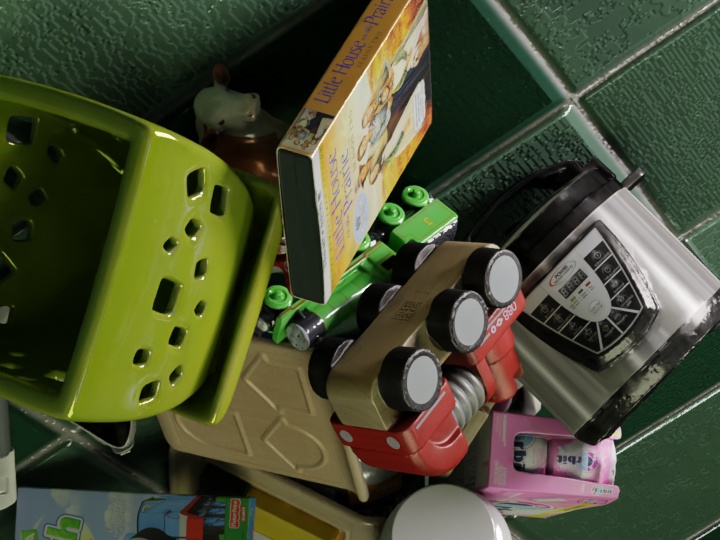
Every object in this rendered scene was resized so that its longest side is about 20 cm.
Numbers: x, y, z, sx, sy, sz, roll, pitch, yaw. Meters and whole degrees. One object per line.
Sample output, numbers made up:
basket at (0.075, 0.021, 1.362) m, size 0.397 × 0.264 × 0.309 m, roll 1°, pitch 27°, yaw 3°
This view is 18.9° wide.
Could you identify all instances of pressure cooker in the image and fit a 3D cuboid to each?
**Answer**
pressure cooker at (0.174, 0.019, 1.733) m, size 0.176 × 0.200 × 0.179 m, roll -36°, pitch 169°, yaw -44°

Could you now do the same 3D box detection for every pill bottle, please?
pill bottle at (-0.004, 0.160, 1.867) m, size 0.116 × 0.117 × 0.201 m, roll -18°, pitch 143°, yaw -9°
pill bottle at (0.072, 0.245, 1.799) m, size 0.112 × 0.113 × 0.200 m, roll -22°, pitch 159°, yaw -4°

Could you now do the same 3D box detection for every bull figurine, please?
bull figurine at (-0.075, -0.069, 1.579) m, size 0.121 × 0.065 × 0.200 m, roll 12°, pitch 143°, yaw -8°

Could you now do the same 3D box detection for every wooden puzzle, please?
wooden puzzle at (-0.076, 0.231, 1.876) m, size 0.199 × 0.037 × 0.186 m, roll 21°, pitch 145°, yaw 11°
wooden puzzle at (-0.088, 0.096, 1.717) m, size 0.199 × 0.046 × 0.186 m, roll 15°, pitch 145°, yaw 22°

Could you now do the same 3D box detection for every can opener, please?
can opener at (-0.301, 0.142, 1.726) m, size 0.052 × 0.067 × 0.201 m, roll -10°, pitch 136°, yaw -16°

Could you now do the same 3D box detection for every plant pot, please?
plant pot at (-0.171, -0.007, 1.461) m, size 0.181 × 0.199 × 0.200 m, roll 15°, pitch 93°, yaw -50°

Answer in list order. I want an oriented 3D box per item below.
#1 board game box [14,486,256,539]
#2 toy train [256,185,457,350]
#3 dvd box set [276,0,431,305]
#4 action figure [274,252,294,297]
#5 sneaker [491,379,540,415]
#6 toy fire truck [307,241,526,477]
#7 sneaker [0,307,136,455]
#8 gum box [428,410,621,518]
board game box at (-0.191, 0.260, 1.801) m, size 0.198 × 0.152 × 0.037 m, roll 2°, pitch 174°, yaw 7°
toy train at (0.000, 0.000, 1.663) m, size 0.200 × 0.056 × 0.042 m, roll -37°, pitch 156°, yaw -35°
dvd box set at (-0.001, -0.095, 1.508) m, size 0.029 × 0.200 × 0.147 m, roll 15°, pitch 139°, yaw 18°
action figure at (-0.136, 0.028, 1.585) m, size 0.199 × 0.100 × 0.065 m, roll 1°, pitch 170°, yaw 43°
sneaker at (0.095, 0.079, 1.846) m, size 0.199 × 0.089 × 0.081 m, roll 21°, pitch 125°, yaw -44°
toy fire truck at (0.059, 0.099, 1.642) m, size 0.176 × 0.128 × 0.201 m, roll -49°, pitch 126°, yaw -34°
sneaker at (-0.217, 0.072, 1.666) m, size 0.074 × 0.082 × 0.200 m, roll -29°, pitch 143°, yaw 7°
gum box at (0.138, 0.168, 1.849) m, size 0.113 × 0.067 × 0.200 m, roll 6°, pitch 168°, yaw -13°
